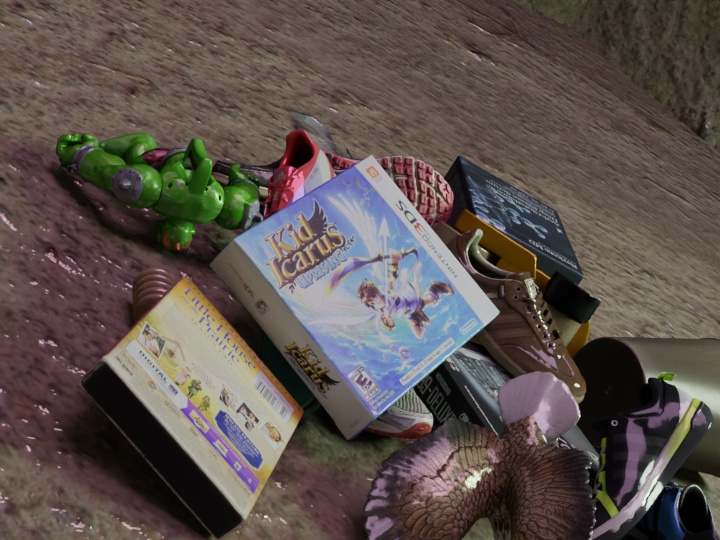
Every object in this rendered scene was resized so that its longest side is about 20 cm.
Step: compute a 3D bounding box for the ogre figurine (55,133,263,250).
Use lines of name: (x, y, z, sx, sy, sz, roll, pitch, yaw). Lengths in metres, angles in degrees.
ogre figurine: (-0.173, -0.080, 1.358, 0.200, 0.098, 0.120, 34, 4, -30)

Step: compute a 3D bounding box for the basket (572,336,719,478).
basket: (0.319, 0.137, 1.547, 0.199, 0.137, 0.180, 10, 28, -40)

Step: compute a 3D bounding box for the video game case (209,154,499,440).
video game case: (0.000, 0.016, 1.229, 0.182, 0.045, 0.200, 50, 43, 4)

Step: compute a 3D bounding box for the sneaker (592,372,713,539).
sneaker: (0.228, 0.170, 1.291, 0.083, 0.072, 0.200, 38, 61, 12)

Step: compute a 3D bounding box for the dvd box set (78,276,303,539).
dvd box set: (-0.116, 0.092, 1.065, 0.147, 0.029, 0.200, 50, 17, -7)

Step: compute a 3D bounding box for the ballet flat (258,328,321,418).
ballet flat: (-0.053, 0.047, 1.253, 0.067, 0.071, 0.201, -5, 58, 0)

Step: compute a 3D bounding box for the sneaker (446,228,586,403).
sneaker: (0.151, 0.044, 1.426, 0.200, 0.076, 0.070, 42, 21, 12)

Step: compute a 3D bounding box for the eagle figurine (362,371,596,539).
eagle figurine: (0.109, 0.177, 1.134, 0.151, 0.151, 0.200, 57, 19, 9)

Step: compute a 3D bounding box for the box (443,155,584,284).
box: (0.156, -0.025, 1.714, 0.148, 0.107, 0.200, 28, 20, -14)

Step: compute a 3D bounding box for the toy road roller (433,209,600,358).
toy road roller: (0.147, 0.033, 1.554, 0.199, 0.123, 0.146, 33, 5, 1)

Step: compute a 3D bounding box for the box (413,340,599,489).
box: (0.133, 0.141, 1.362, 0.157, 0.050, 0.200, 21, 22, -33)

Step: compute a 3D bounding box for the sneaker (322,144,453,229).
sneaker: (0.007, -0.095, 1.638, 0.198, 0.081, 0.075, 14, 1, -4)

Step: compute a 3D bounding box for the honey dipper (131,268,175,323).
honey dipper: (-0.154, 0.065, 1.132, 0.038, 0.038, 0.200, 24, 24, -23)

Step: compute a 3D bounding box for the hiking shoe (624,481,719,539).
hiking shoe: (0.280, 0.221, 1.340, 0.074, 0.087, 0.200, 21, 23, -30)

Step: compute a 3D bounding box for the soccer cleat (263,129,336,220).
soccer cleat: (-0.068, -0.053, 1.384, 0.201, 0.068, 0.073, -73, 145, -51)

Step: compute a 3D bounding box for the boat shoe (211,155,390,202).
boat shoe: (-0.062, -0.098, 1.554, 0.199, 0.065, 0.073, 10, 2, -21)

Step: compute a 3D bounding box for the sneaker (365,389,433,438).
sneaker: (0.000, 0.071, 1.279, 0.078, 0.082, 0.200, 11, 29, -46)
